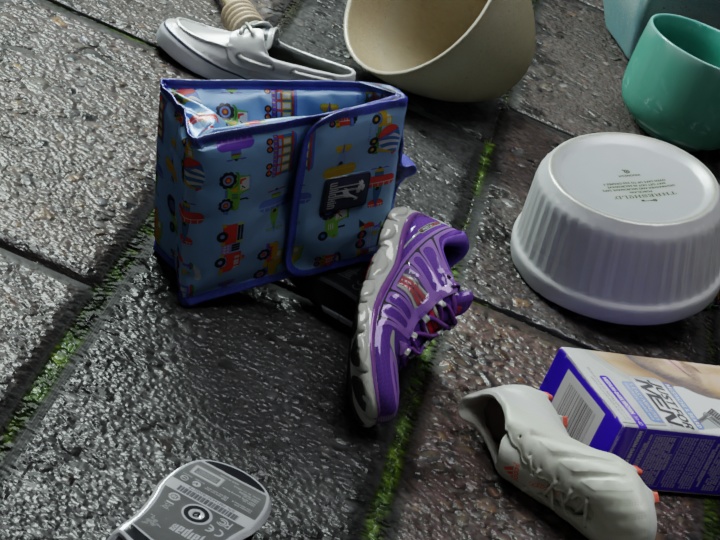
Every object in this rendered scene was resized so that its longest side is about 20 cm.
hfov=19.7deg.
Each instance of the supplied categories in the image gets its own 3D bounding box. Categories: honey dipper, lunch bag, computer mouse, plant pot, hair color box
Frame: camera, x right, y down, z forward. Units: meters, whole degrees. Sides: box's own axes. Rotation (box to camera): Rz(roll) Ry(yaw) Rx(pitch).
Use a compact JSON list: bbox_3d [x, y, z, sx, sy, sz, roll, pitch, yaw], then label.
[{"bbox_3d":[-0.144,-0.288,2.159,0.038,0.038,0.200,9,26,-28],"label":"honey dipper"},{"bbox_3d":[-0.053,-0.071,1.607,0.199,0.151,0.094,-8,36,-20],"label":"lunch bag"},{"bbox_3d":[-0.117,0.180,1.250,0.109,0.044,0.200,26,30,16],"label":"computer mouse"},{"bbox_3d":[0.000,0.000,1.691,0.199,0.046,0.140,23,37,21],"label":"computer mouse"},{"bbox_3d":[0.403,-0.351,2.558,0.195,0.201,0.196,14,27,-19],"label":"plant pot"},{"bbox_3d":[0.251,0.123,1.655,0.199,0.065,0.109,9,28,-32],"label":"hair color box"}]

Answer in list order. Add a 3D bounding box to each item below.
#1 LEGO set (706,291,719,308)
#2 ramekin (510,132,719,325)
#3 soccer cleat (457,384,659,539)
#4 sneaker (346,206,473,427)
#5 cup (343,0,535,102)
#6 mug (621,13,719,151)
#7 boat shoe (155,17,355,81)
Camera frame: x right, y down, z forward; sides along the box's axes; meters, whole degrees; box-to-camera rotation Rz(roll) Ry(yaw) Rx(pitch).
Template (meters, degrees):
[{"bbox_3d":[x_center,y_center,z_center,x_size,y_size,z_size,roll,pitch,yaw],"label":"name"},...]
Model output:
[{"bbox_3d":[0.382,-0.035,2.012,0.199,0.116,0.154,14,26,-19],"label":"LEGO set"},{"bbox_3d":[0.239,-0.046,1.879,0.201,0.095,0.203,5,33,-4],"label":"ramekin"},{"bbox_3d":[0.143,0.148,1.516,0.077,0.070,0.200,1,26,-31],"label":"soccer cleat"},{"bbox_3d":[0.039,0.031,1.559,0.083,0.081,0.201,13,51,6],"label":"sneaker"},{"bbox_3d":[0.102,-0.255,2.159,0.143,0.200,0.200,37,10,-43],"label":"cup"},{"bbox_3d":[0.379,-0.209,2.360,0.151,0.115,0.185,29,25,14],"label":"mug"},{"bbox_3d":[-0.098,-0.209,2.002,0.199,0.066,0.074,23,25,-3],"label":"boat shoe"}]
